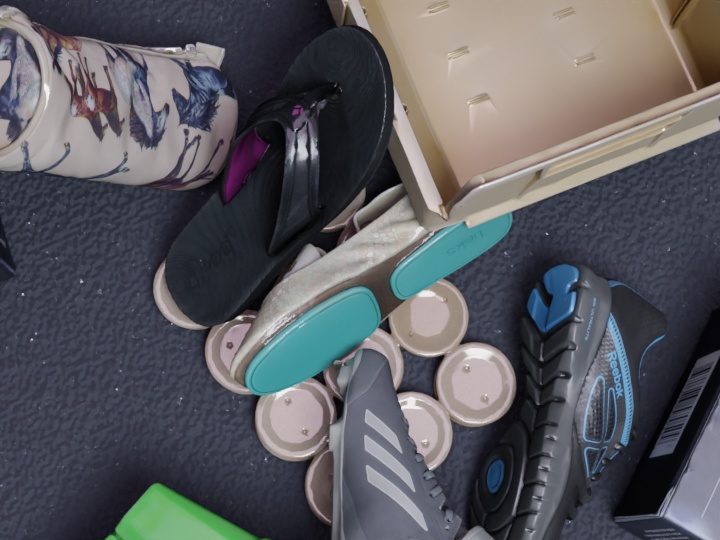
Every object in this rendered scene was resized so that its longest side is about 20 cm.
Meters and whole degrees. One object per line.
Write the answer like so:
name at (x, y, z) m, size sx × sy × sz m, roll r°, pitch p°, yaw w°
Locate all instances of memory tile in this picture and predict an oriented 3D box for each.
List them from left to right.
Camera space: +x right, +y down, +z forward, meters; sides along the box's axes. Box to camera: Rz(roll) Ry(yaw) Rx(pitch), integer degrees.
memory tile at (-0.014, 0.039, 0.830) m, size 0.153 × 0.017 × 0.201 m, roll -37°, pitch 83°, yaw -10°

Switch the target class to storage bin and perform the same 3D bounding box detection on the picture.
storage bin at (0.093, -0.150, 0.766) m, size 0.196 × 0.094 × 0.202 m, roll -21°, pitch 79°, yaw -9°

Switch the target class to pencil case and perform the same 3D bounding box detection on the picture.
pencil case at (-0.147, -0.094, 0.757) m, size 0.077 × 0.199 × 0.091 m, roll 8°, pitch 94°, yaw 26°

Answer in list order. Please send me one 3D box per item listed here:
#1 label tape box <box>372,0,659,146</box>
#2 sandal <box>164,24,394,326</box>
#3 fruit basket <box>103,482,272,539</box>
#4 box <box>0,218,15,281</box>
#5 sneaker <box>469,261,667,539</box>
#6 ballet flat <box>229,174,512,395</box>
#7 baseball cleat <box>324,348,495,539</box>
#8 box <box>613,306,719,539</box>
label tape box at (0.067, -0.185, 0.855) m, size 0.143 × 0.066 × 0.200 m, roll -43°, pitch 82°, yaw -11°
sandal at (-0.049, -0.045, 0.757) m, size 0.075 × 0.048 × 0.201 m, roll 45°, pitch 116°, yaw 18°
fruit basket at (-0.080, 0.247, 0.728) m, size 0.213 × 0.156 × 0.218 m, roll -4°, pitch 67°, yaw 9°
box at (-0.287, -0.088, 0.744) m, size 0.123 × 0.200 × 0.199 m, roll -19°, pitch 80°, yaw -5°
sneaker at (0.124, 0.102, 0.797) m, size 0.081 × 0.073 × 0.202 m, roll 18°, pitch 88°, yaw -24°
ballet flat at (0.000, 0.000, 0.808) m, size 0.199 × 0.068 × 0.062 m, roll -32°, pitch 54°, yaw -13°
baseball cleat at (0.028, 0.130, 0.742) m, size 0.105 × 0.070 × 0.202 m, roll 2°, pitch 51°, yaw 3°
box at (0.272, 0.125, 0.784) m, size 0.198 × 0.107 × 0.150 m, roll 29°, pitch 78°, yaw 2°
